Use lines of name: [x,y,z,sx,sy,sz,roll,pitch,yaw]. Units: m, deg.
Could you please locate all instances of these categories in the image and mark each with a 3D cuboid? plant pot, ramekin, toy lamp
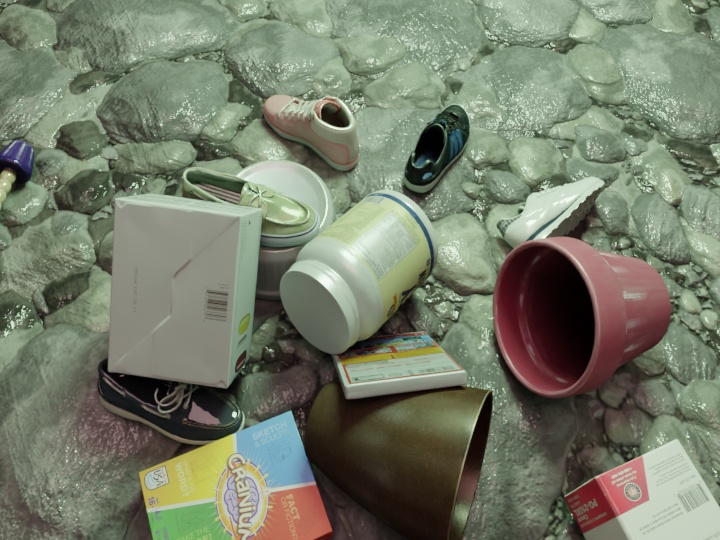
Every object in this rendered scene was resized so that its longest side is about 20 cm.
plant pot: [0.303,0.054,0.825,0.173,0.202,0.205,-5,58,-25]
plant pot: [0.038,0.208,0.730,0.194,0.189,0.191,13,58,21]
ramekin: [-0.123,-0.070,0.909,0.195,0.095,0.208,2,59,-3]
toy lamp: [-0.540,-0.105,0.921,0.056,0.059,0.206,7,62,0]

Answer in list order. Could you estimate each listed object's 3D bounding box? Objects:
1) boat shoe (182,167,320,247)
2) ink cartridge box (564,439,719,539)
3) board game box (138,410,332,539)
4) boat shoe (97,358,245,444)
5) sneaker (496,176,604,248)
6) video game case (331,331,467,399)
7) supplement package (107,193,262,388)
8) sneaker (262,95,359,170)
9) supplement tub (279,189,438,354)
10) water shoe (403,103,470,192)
boat shoe: [-0.148,-0.084,0.824,0.193,0.063,0.074,11,60,2]
ink cartridge box: [0.354,0.324,0.712,0.140,0.085,0.204,-12,60,-24]
board game box: [-0.148,0.279,0.737,0.194,0.041,0.156,-19,63,-15]
boat shoe: [-0.239,0.158,0.783,0.194,0.063,0.076,19,42,7]
sneaker: [0.304,-0.099,0.975,0.197,0.078,0.080,-34,58,-23]
video game case: [0.038,0.113,0.774,0.138,0.200,0.018,-6,98,-7]
supplement package: [-0.212,0.019,0.764,0.150,0.111,0.208,7,101,2]
sneaker: [-0.081,-0.256,1.014,0.198,0.106,0.076,36,65,17]
supplement tub: [0.000,0.000,0.831,0.144,0.147,0.199,37,52,16]
water shoe: [0.136,-0.216,1.021,0.070,0.080,0.203,24,61,10]
